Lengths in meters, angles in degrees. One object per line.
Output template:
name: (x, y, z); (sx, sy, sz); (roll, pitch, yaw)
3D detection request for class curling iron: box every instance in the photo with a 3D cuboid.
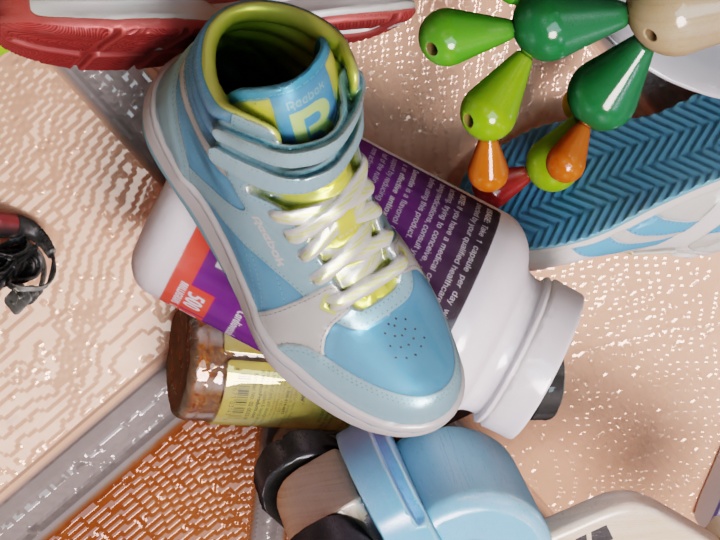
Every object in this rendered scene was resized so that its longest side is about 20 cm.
curling iron: (-0.218, -0.018, 1.130); (0.199, 0.050, 0.026); (14, 131, -43)

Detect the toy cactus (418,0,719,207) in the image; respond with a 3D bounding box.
toy cactus: (0.108, -0.118, 1.141); (0.164, 0.103, 0.201); (-8, 124, 2)

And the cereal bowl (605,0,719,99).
cereal bowl: (0.189, -0.182, 1.158); (0.198, 0.084, 0.201); (11, 132, 12)

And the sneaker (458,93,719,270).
sneaker: (0.143, -0.036, 1.235); (0.198, 0.077, 0.081); (-15, 145, 4)

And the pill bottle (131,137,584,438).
pill bottle: (0.000, 0.000, 1.162); (0.199, 0.113, 0.113); (28, 105, -3)

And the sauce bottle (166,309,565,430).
sauce bottle: (0.004, 0.051, 1.241); (0.198, 0.066, 0.066); (7, 111, -17)

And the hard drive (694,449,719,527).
hard drive: (0.297, 0.103, 1.366); (0.199, 0.025, 0.133); (14, 109, -20)

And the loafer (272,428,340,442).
loafer: (0.038, 0.140, 1.287); (0.199, 0.070, 0.070); (28, 104, -24)

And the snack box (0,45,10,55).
snack box: (-0.255, -0.139, 1.051); (0.199, 0.068, 0.170); (-32, 120, -27)

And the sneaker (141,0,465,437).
sneaker: (-0.016, -0.024, 1.036); (0.079, 0.131, 0.200); (-37, 85, -22)

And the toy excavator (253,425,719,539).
toy excavator: (0.075, 0.135, 1.197); (0.199, 0.100, 0.195); (-28, 121, 3)

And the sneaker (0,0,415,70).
sneaker: (-0.076, -0.156, 1.115); (0.199, 0.078, 0.117); (-6, 84, -29)
